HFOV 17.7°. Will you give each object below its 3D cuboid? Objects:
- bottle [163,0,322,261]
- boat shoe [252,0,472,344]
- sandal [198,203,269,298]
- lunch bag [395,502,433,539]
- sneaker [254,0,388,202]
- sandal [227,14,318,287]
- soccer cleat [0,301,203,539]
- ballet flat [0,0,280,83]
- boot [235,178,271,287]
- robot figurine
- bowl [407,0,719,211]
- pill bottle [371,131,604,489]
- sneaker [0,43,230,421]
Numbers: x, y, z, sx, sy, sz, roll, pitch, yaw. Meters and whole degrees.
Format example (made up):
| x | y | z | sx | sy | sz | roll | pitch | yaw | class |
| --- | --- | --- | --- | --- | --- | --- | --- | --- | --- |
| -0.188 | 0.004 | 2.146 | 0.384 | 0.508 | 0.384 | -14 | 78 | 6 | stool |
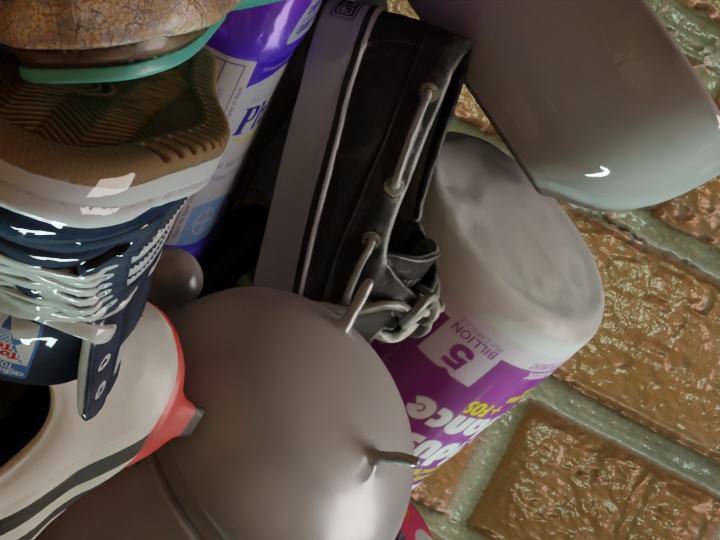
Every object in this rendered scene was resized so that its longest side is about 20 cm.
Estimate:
| x | y | z | sx | sy | sz | roll | pitch | yaw | class |
| --- | --- | --- | --- | --- | --- | --- | --- | --- | --- |
| -0.051 | -0.093 | 0.843 | 0.201 | 0.065 | 0.084 | -64 | -179 | 27 | bottle |
| 0.001 | -0.001 | 0.883 | 0.074 | 0.068 | 0.200 | -43 | 147 | -72 | boat shoe |
| -0.098 | 0.050 | 0.927 | 0.200 | 0.048 | 0.075 | -43 | -164 | 13 | sandal |
| -0.045 | 0.191 | 0.931 | 0.200 | 0.082 | 0.177 | -33 | -127 | 16 | lunch bag |
| -0.011 | -0.107 | 1.056 | 0.099 | 0.070 | 0.201 | 40 | 46 | -63 | sneaker |
| -0.076 | -0.036 | 0.969 | 0.201 | 0.081 | 0.055 | -63 | 172 | 5 | sandal |
| -0.137 | 0.078 | 0.755 | 0.200 | 0.085 | 0.069 | -45 | -128 | 20 | soccer cleat |
| -0.048 | -0.092 | 0.583 | 0.200 | 0.068 | 0.068 | -77 | 161 | -78 | ballet flat |
| -0.076 | -0.005 | 1.153 | 0.155 | 0.072 | 0.200 | -60 | -150 | 30 | boot |
| -0.062 | 0.080 | 0.825 | 0.200 | 0.170 | 0.113 | -32 | 160 | 29 | robot figurine |
| 0.065 | -0.105 | 0.929 | 0.074 | 0.200 | 0.200 | -34 | 176 | 3 | bowl |
| 0.001 | 0.042 | 1.001 | 0.200 | 0.112 | 0.112 | -42 | -168 | 28 | pill bottle |
| -0.084 | -0.007 | 0.606 | 0.200 | 0.070 | 0.109 | -85 | -161 | -78 | sneaker |
